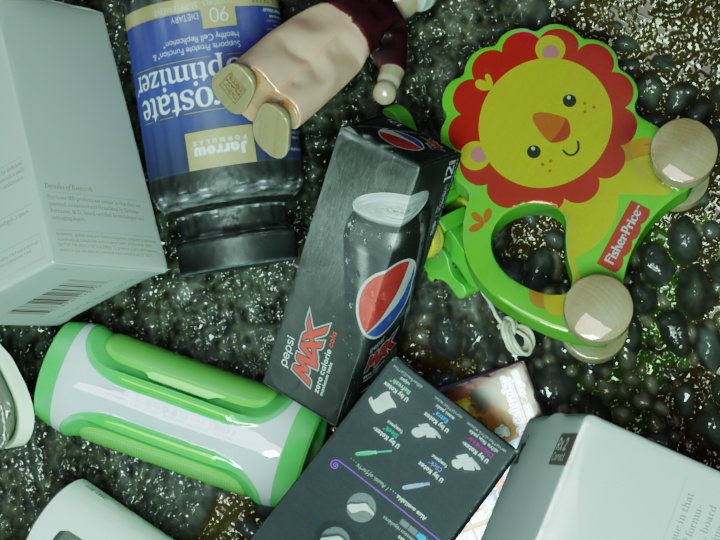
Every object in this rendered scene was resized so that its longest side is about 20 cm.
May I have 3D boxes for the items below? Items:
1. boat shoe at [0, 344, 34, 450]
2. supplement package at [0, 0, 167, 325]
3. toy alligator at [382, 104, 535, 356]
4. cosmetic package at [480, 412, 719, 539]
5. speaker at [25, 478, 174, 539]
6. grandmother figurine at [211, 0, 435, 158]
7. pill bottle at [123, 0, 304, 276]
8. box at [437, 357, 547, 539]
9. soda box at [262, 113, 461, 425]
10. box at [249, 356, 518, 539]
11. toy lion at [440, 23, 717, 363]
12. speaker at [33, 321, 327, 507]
[{"bbox_3d":[-0.306,0.045,1.358,0.202,0.060,0.072,56,136,20],"label":"boat shoe"},{"bbox_3d":[-0.232,-0.075,1.309,0.116,0.117,0.202,-24,74,33],"label":"supplement package"},{"bbox_3d":[0.056,-0.020,1.335,0.054,0.059,0.201,-32,85,48],"label":"toy alligator"},{"bbox_3d":[0.185,0.206,1.226,0.199,0.165,0.166,23,81,-5],"label":"cosmetic package"},{"bbox_3d":[-0.139,0.232,1.333,0.199,0.081,0.082,31,95,17],"label":"speaker"},{"bbox_3d":[-0.015,-0.164,1.293,0.200,0.060,0.122,-40,96,-35],"label":"grandmother figurine"},{"bbox_3d":[-0.099,-0.101,1.326,0.111,0.112,0.202,-9,88,8],"label":"pill bottle"},{"bbox_3d":[0.087,0.179,1.336,0.136,0.039,0.202,-20,87,8],"label":"box"},{"bbox_3d":[0.000,0.000,1.294,0.070,0.063,0.201,28,115,23],"label":"soda box"},{"bbox_3d":[-0.002,0.175,1.238,0.106,0.122,0.200,37,72,7],"label":"box"},{"bbox_3d":[0.134,-0.064,1.303,0.191,0.069,0.201,27,78,12],"label":"toy lion"},{"bbox_3d":[-0.128,0.103,1.344,0.198,0.088,0.089,19,93,8],"label":"speaker"}]
